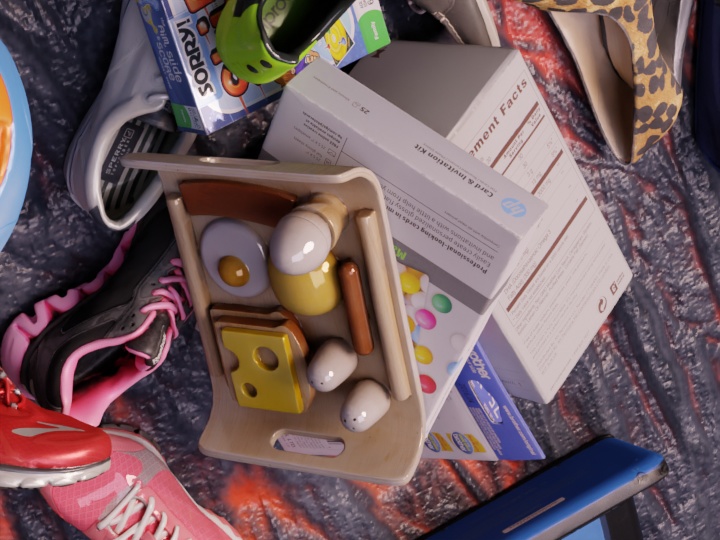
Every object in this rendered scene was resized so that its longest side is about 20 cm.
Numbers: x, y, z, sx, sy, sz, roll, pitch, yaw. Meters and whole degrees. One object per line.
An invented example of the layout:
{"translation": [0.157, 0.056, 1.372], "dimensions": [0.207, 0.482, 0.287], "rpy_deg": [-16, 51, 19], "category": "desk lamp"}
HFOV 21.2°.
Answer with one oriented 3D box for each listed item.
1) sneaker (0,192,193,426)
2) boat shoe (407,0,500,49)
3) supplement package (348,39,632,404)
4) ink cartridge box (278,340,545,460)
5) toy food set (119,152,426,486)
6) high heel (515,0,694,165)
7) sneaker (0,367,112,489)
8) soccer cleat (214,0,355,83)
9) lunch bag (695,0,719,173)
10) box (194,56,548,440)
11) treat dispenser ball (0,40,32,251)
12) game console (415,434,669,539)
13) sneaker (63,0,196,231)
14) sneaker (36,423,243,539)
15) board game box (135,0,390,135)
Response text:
{"translation": [-0.125, 0.020, 1.161], "dimensions": [0.200, 0.095, 0.079], "rpy_deg": [-46, 125, 1], "category": "sneaker"}
{"translation": [0.027, -0.203, 1.138], "dimensions": [0.057, 0.067, 0.200], "rpy_deg": [-22, 121, 5], "category": "boat shoe"}
{"translation": [0.063, -0.031, 1.191], "dimensions": [0.117, 0.117, 0.200], "rpy_deg": [-53, 130, -25], "category": "supplement package"}
{"translation": [0.013, 0.068, 1.207], "dimensions": [0.120, 0.199, 0.042], "rpy_deg": [59, 46, -36], "category": "ink cartridge box"}
{"translation": [-0.050, 0.026, 1.076], "dimensions": [0.060, 0.143, 0.201], "rpy_deg": [-48, 135, -49], "category": "toy food set"}
{"translation": [0.138, -0.131, 1.210], "dimensions": [0.199, 0.071, 0.143], "rpy_deg": [-5, 113, -42], "category": "high heel"}
{"translation": [-0.232, 0.063, 1.101], "dimensions": [0.199, 0.077, 0.085], "rpy_deg": [21, 101, 3], "category": "sneaker"}
{"translation": [-0.007, -0.185, 1.031], "dimensions": [0.067, 0.081, 0.201], "rpy_deg": [35, 79, -24], "category": "soccer cleat"}
{"translation": [0.293, -0.142, 1.254], "dimensions": [0.132, 0.136, 0.201], "rpy_deg": [-14, 121, -20], "category": "lunch bag"}
{"translation": [0.000, 0.000, 1.098], "dimensions": [0.041, 0.156, 0.200], "rpy_deg": [-45, 166, -46], "category": "box"}
{"translation": [-0.268, -0.065, 0.979], "dimensions": [0.200, 0.201, 0.202], "rpy_deg": [-12, 121, -20], "category": "treat dispenser ball"}
{"translation": [0.130, 0.216, 1.387], "dimensions": [0.199, 0.171, 0.119], "rpy_deg": [-29, 99, -10], "category": "game console"}
{"translation": [-0.109, -0.113, 1.110], "dimensions": [0.073, 0.071, 0.201], "rpy_deg": [12, 110, -31], "category": "sneaker"}
{"translation": [-0.127, 0.170, 1.247], "dimensions": [0.074, 0.087, 0.200], "rpy_deg": [-46, 126, 1], "category": "sneaker"}
{"translation": [-0.070, -0.194, 1.063], "dimensions": [0.135, 0.034, 0.201], "rpy_deg": [-30, 114, -27], "category": "board game box"}
